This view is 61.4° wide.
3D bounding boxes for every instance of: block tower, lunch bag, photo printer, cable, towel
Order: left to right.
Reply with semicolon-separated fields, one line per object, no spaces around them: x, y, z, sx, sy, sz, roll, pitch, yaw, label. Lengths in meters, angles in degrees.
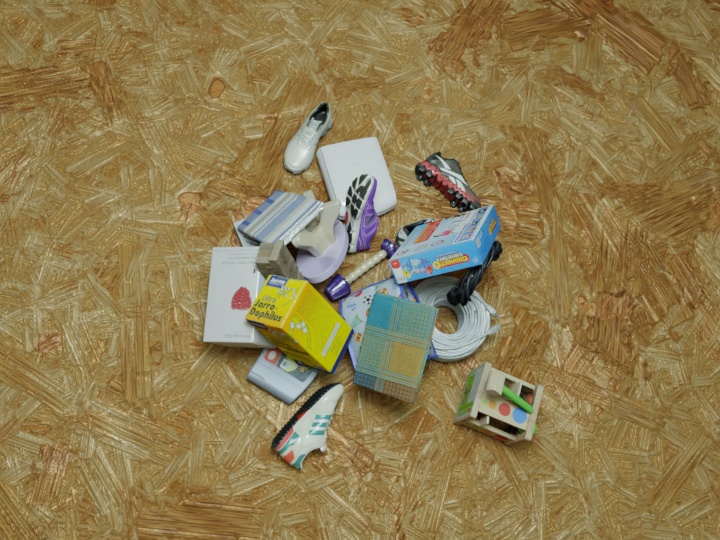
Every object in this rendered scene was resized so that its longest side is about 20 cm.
-0.180;-0.116;1.344;0.147;0.199;0.024;-45;126;-17;towel
-0.161;0.016;1.287;0.057;0.201;0.054;1;55;17;block tower
-0.006;-0.223;1.505;0.165;0.070;0.202;-13;72;-13;photo printer
0.056;0.125;1.331;0.169;0.124;0.202;-25;76;19;lunch bag
0.070;0.155;1.243;0.145;0.022;0.202;15;94;24;towel
0.201;0.111;1.418;0.199;0.069;0.201;-34;78;-18;cable
0.257;0.007;1.316;0.051;0.200;0.163;41;81;9;cable

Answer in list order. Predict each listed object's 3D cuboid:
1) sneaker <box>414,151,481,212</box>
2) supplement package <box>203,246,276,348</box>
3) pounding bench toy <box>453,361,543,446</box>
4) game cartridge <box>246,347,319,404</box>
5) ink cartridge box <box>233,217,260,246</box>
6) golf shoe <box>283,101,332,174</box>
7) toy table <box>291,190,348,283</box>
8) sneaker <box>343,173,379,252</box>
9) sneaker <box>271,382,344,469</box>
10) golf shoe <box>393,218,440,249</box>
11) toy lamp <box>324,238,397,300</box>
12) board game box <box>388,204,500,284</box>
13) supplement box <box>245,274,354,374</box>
0.238;-0.229;1.547;0.200;0.071;0.098;40;71;8;sneaker
-0.247;0.060;1.299;0.120;0.120;0.202;-1;78;16;supplement package
0.315;0.286;1.301;0.155;0.200;0.125;23;67;0;pounding bench toy
-0.146;0.187;1.350;0.132;0.041;0.201;31;68;-2;game cartridge
-0.216;-0.034;1.414;0.093;0.044;0.201;-22;75;-14;ink cartridge box
-0.133;-0.338;1.513;0.078;0.097;0.201;25;69;-1;golf shoe
-0.106;-0.083;1.369;0.182;0.118;0.201;-24;36;10;toy table
0.010;-0.135;1.428;0.083;0.202;0.081;-6;38;-26;sneaker
-0.094;0.332;1.296;0.200;0.070;0.094;-45;100;-23;sneaker
0.183;-0.089;1.474;0.198;0.092;0.073;-13;64;-16;golf shoe
0.000;0.000;1.431;0.200;0.058;0.058;-39;80;-20;toy lamp
0.184;-0.058;1.301;0.056;0.194;0.200;65;32;-16;board game box
-0.120;0.113;1.246;0.108;0.200;0.110;8;60;39;supplement box
